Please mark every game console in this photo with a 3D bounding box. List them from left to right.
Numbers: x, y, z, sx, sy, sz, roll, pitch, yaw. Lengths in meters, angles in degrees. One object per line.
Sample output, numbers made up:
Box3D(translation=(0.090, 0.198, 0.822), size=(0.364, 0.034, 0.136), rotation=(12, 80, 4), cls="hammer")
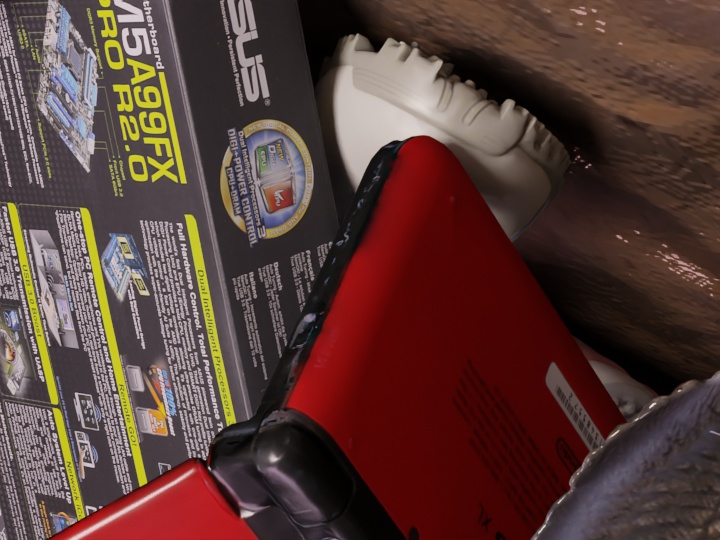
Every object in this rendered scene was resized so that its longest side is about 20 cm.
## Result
Box3D(translation=(-0.006, 0.095, 0.724), size=(0.118, 0.173, 0.200), rotation=(-9, 131, 34), cls="game console")

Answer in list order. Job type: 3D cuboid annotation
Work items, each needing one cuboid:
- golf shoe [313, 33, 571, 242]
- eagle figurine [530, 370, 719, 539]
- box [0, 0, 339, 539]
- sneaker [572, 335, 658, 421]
Box3D(translation=(0.000, 0.000, 0.792), size=(0.078, 0.098, 0.200), rotation=(28, 162, -3), cls="golf shoe")
Box3D(translation=(0.118, 0.065, 0.661), size=(0.151, 0.152, 0.200), rotation=(25, 142, -17), cls="eagle figurine")
Box3D(translation=(-0.068, 0.004, 0.782), size=(0.160, 0.044, 0.201), rotation=(4, 110, 49), cls="box")
Box3D(translation=(0.073, 0.065, 0.933), size=(0.104, 0.076, 0.200), rotation=(27, 173, 38), cls="sneaker")
